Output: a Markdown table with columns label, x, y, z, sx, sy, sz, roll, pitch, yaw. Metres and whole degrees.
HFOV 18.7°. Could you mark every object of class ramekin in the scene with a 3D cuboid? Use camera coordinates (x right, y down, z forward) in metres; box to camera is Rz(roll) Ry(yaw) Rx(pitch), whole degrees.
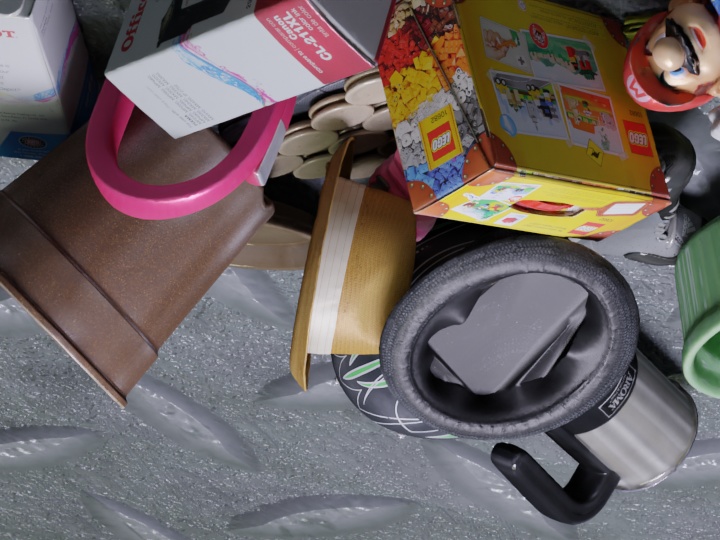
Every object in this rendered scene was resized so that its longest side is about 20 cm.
| label | x | y | z | sx | sy | sz | roll | pitch | yaw |
| --- | --- | --- | --- | --- | --- | --- | --- | --- | --- |
| ramekin | 0.346 | 0.019 | 1.745 | 0.199 | 0.098 | 0.200 | -7 | 152 | -4 |

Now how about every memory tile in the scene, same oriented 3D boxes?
| label | x | y | z | sx | sy | sz | roll | pitch | yaw |
| --- | --- | --- | --- | --- | --- | --- | --- | --- | --- |
| memory tile | 0.010 | -0.115 | 1.707 | 0.153 | 0.017 | 0.200 | -3 | 161 | -37 |

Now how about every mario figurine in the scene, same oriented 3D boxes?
| label | x | y | z | sx | sy | sz | roll | pitch | yaw |
| --- | --- | --- | --- | --- | --- | --- | --- | --- | --- |
| mario figurine | 0.251 | -0.167 | 1.482 | 0.106 | 0.124 | 0.200 | 26 | 138 | -30 |

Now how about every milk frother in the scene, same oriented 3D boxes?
| label | x | y | z | sx | sy | sz | roll | pitch | yaw |
| --- | --- | --- | --- | --- | --- | --- | --- | --- | --- |
| milk frother | 0.170 | 0.110 | 2.004 | 0.188 | 0.181 | 0.200 | 42 | -178 | -41 |

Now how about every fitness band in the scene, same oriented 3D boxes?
| label | x | y | z | sx | sy | sz | roll | pitch | yaw |
| --- | --- | --- | --- | --- | --- | --- | --- | --- | --- |
| fitness band | -0.124 | -0.122 | 1.624 | 0.143 | 0.201 | 0.037 | 8 | 146 | 16 |

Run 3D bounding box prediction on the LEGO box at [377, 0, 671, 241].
| label | x | y | z | sx | sy | sz | roll | pitch | yaw |
| --- | --- | --- | --- | --- | --- | --- | --- | --- | --- |
| LEGO box | 0.114 | -0.110 | 1.534 | 0.200 | 0.150 | 0.077 | 8 | 152 | -45 |

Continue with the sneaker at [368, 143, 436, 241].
| label | x | y | z | sx | sy | sz | roll | pitch | yaw |
| --- | --- | --- | --- | --- | --- | --- | --- | --- | --- |
| sneaker | 0.076 | -0.096 | 1.703 | 0.079 | 0.095 | 0.200 | 56 | 155 | 5 |

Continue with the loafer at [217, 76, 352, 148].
| label | x | y | z | sx | sy | sz | roll | pitch | yaw |
| --- | --- | --- | --- | --- | --- | --- | --- | --- | --- |
| loafer | -0.040 | -0.151 | 1.686 | 0.200 | 0.063 | 0.072 | -25 | 162 | 37 |

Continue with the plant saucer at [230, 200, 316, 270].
| label | x | y | z | sx | sy | sz | roll | pitch | yaw |
| --- | --- | --- | --- | --- | --- | --- | --- | --- | --- |
| plant saucer | -0.117 | -0.036 | 1.889 | 0.199 | 0.030 | 0.200 | 8 | 169 | 2 |

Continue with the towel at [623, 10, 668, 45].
| label | x | y | z | sx | sy | sz | roll | pitch | yaw |
| --- | --- | --- | --- | --- | --- | --- | --- | --- | --- |
| towel | 0.295 | -0.162 | 1.583 | 0.199 | 0.018 | 0.086 | -3 | 146 | 25 |

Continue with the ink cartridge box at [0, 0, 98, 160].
| label | x | y | z | sx | sy | sz | roll | pitch | yaw |
| --- | --- | --- | --- | --- | --- | --- | --- | --- | --- |
| ink cartridge box | -0.297 | -0.177 | 1.712 | 0.144 | 0.085 | 0.200 | 6 | 151 | 9 |

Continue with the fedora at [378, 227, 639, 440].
| label | x | y | z | sx | sy | sz | roll | pitch | yaw |
| --- | --- | --- | --- | --- | --- | --- | --- | --- | --- |
| fedora | 0.110 | 0.034 | 1.654 | 0.200 | 0.092 | 0.201 | 0 | 127 | 0 |

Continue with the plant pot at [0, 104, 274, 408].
| label | x | y | z | sx | sy | sz | roll | pitch | yaw |
| --- | --- | --- | --- | --- | --- | --- | --- | --- | --- |
| plant pot | -0.187 | -0.033 | 1.708 | 0.200 | 0.198 | 0.200 | 43 | 173 | 7 |

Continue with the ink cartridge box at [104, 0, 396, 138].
| label | x | y | z | sx | sy | sz | roll | pitch | yaw |
| --- | --- | --- | --- | --- | --- | --- | --- | --- | --- |
| ink cartridge box | -0.070 | -0.193 | 1.537 | 0.200 | 0.146 | 0.083 | -16 | 136 | 39 |

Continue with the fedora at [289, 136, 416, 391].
| label | x | y | z | sx | sy | sz | roll | pitch | yaw |
| --- | --- | --- | --- | --- | --- | --- | --- | --- | --- |
| fedora | 0.000 | 0.000 | 1.685 | 0.081 | 0.201 | 0.201 | 11 | 150 | 2 |

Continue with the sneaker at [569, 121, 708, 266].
| label | x | y | z | sx | sy | sz | roll | pitch | yaw |
| --- | --- | --- | --- | --- | --- | --- | --- | --- | --- |
| sneaker | 0.242 | -0.055 | 1.744 | 0.115 | 0.075 | 0.200 | 17 | 160 | -18 |

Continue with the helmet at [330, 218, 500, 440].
| label | x | y | z | sx | sy | sz | roll | pitch | yaw |
| --- | --- | --- | --- | --- | --- | --- | --- | --- | --- |
| helmet | 0.076 | 0.048 | 1.808 | 0.200 | 0.201 | 0.190 | -17 | -178 | 41 |
